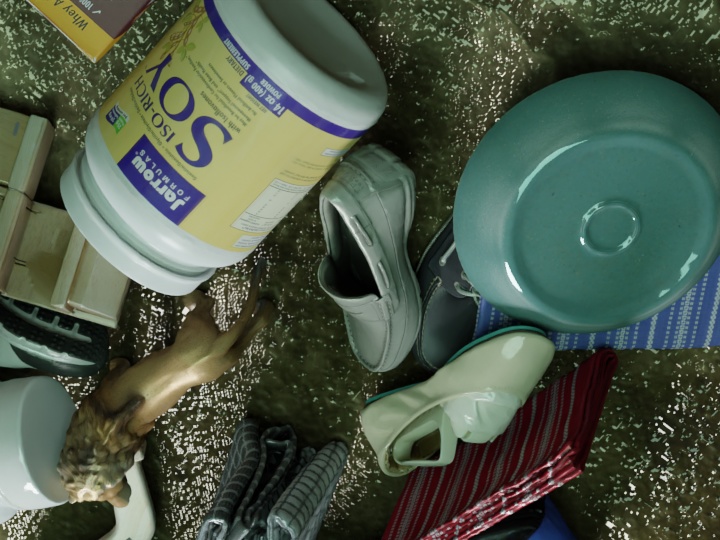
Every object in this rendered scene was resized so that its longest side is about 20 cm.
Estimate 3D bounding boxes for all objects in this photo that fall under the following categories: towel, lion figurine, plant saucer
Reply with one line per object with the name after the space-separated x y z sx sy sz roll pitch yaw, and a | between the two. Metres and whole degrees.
0.181 -0.010 1.517 0.200 0.024 0.145 0 119 -11 | towel
0.090 0.135 1.530 0.200 0.145 0.022 -35 104 30 | towel
-0.093 0.221 1.612 0.085 0.166 0.200 23 114 5 | towel
-0.140 0.079 1.581 0.072 0.123 0.200 39 112 -8 | lion figurine
0.162 -0.035 1.465 0.200 0.036 0.200 -5 121 -8 | plant saucer

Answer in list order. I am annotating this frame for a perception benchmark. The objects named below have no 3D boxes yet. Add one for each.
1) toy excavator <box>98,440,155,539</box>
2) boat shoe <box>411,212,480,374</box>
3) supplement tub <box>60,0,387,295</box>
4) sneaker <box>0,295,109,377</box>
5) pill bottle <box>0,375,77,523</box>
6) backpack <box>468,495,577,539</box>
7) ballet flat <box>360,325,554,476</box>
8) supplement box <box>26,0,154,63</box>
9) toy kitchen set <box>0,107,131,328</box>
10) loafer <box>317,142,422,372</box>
-0.198 0.238 1.684 0.200 0.100 0.195 -39 101 7 | toy excavator
0.082 -0.005 1.544 0.073 0.063 0.200 24 114 -2 | boat shoe
-0.094 -0.094 1.490 0.145 0.145 0.200 41 112 -9 | supplement tub
-0.280 0.038 1.623 0.200 0.074 0.080 20 129 5 | sneaker
-0.312 0.137 1.624 0.200 0.113 0.113 -10 111 21 | pill bottle
0.079 0.256 1.604 0.200 0.163 0.168 -32 103 10 | backpack
0.070 0.099 1.549 0.069 0.069 0.200 44 142 -10 | ballet flat
-0.167 -0.285 1.428 0.197 0.133 0.200 42 112 -10 | supplement box
-0.244 -0.015 1.492 0.163 0.180 0.200 16 83 1 | toy kitchen set
0.000 0.000 1.528 0.070 0.070 0.200 35 146 34 | loafer
